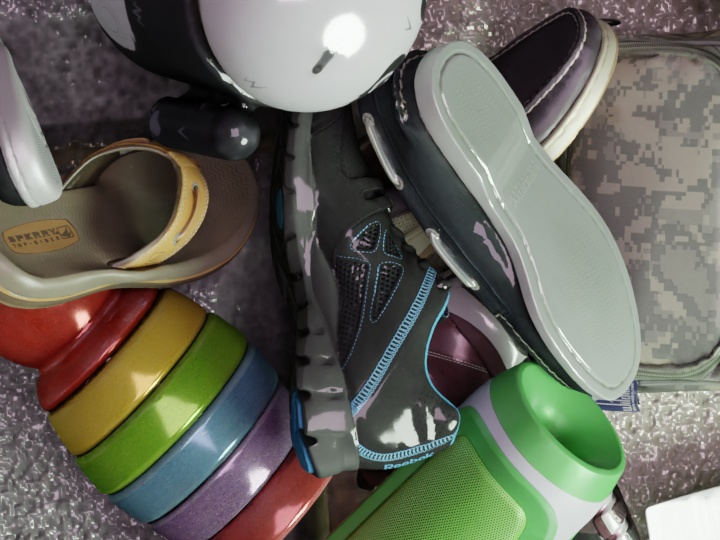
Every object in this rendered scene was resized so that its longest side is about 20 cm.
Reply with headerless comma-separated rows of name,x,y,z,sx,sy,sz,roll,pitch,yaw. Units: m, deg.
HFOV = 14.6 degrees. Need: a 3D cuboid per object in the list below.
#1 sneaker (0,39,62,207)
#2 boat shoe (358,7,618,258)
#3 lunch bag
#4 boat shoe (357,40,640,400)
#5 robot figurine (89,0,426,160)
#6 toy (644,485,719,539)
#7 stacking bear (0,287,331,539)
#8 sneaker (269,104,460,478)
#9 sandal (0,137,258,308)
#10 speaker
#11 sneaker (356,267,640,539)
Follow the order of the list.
sneaker,-0.211,-0.069,1.320,0.111,0.200,0.073,-23,123,-5
boat shoe,0.041,-0.064,1.409,0.200,0.072,0.065,-40,122,19
lunch bag,0.182,-0.029,1.448,0.166,0.139,0.202,2,93,4
boat shoe,0.069,-0.021,1.361,0.076,0.060,0.201,-44,113,-42
robot figurine,-0.052,-0.143,1.339,0.124,0.200,0.151,-25,114,-28
toy,0.246,0.156,1.521,0.199,0.047,0.116,-14,100,-18
stacking bear,-0.112,0.054,1.396,0.200,0.114,0.122,43,84,-9
sneaker,0.000,0.000,1.368,0.081,0.073,0.202,-4,79,-8
sandal,-0.113,-0.033,1.355,0.080,0.199,0.054,50,126,18
speaker,0.039,0.137,1.403,0.088,0.089,0.200,37,115,-14
sneaker,0.061,0.103,1.468,0.115,0.076,0.201,-31,102,6
